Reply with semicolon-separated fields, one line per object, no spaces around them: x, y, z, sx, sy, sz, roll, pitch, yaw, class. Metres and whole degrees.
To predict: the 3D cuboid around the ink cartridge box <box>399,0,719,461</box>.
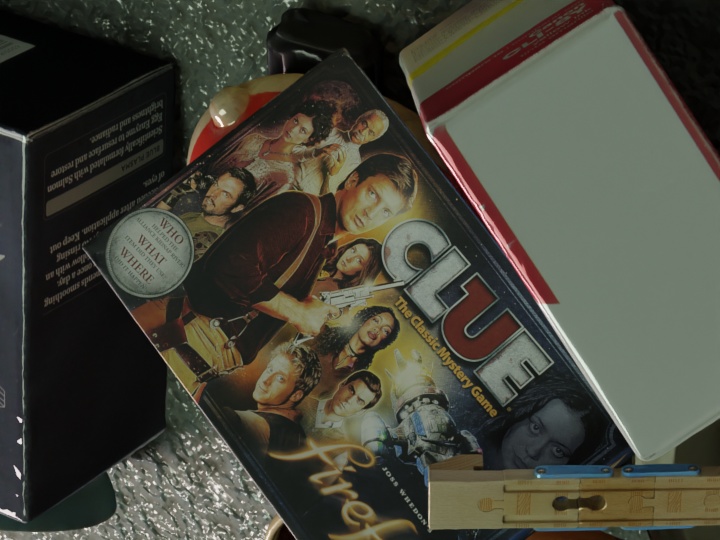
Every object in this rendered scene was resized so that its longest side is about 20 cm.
0.088;-0.033;1.068;0.083;0.200;0.146;-34;102;5;ink cartridge box

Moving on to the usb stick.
-0.014;-0.028;1.284;0.055;0.033;0.201;15;132;19;usb stick

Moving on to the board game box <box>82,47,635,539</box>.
0.001;0.030;1.139;0.200;0.135;0.035;52;178;13;board game box

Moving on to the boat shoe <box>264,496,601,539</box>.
0.032;0.113;1.335;0.199;0.069;0.074;-18;111;47;boat shoe

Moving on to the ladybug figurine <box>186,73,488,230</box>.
0.000;0.000;1.231;0.135;0.072;0.200;-31;117;32;ladybug figurine

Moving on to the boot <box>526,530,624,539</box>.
0.048;0.114;1.187;0.154;0.074;0.200;34;168;-15;boot

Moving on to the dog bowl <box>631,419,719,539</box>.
0.213;0.089;1.160;0.199;0.074;0.201;22;135;24;dog bowl

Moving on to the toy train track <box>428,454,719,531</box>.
0.124;0.079;1.089;0.198;0.033;0.115;-1;122;0;toy train track

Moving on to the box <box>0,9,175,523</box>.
-0.199;-0.016;1.356;0.196;0.117;0.201;19;120;28;box

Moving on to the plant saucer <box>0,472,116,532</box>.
-0.219;0.088;1.455;0.199;0.200;0.028;18;101;28;plant saucer
